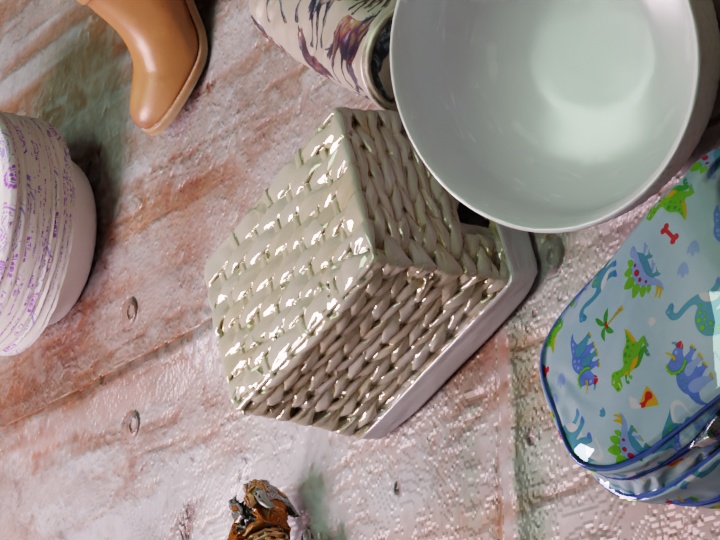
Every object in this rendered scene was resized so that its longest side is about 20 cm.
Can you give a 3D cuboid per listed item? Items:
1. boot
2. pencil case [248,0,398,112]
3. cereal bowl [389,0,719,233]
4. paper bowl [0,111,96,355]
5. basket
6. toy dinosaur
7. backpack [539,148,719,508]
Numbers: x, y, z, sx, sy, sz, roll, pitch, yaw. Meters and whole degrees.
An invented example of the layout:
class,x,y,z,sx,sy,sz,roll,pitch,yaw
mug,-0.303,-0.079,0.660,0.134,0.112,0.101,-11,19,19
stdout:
class,x,y,z,sx,sy,sz,roll,pitch,yaw
boot,-0.193,-0.213,1.930,0.074,0.154,0.201,22,100,57
pencil case,-0.006,-0.171,1.690,0.200,0.077,0.090,36,132,56
cereal bowl,0.121,-0.125,1.437,0.199,0.083,0.202,7,103,32
paper bowl,-0.293,-0.029,2.089,0.200,0.104,0.202,-24,61,54
basket,0.000,0.000,1.592,0.200,0.123,0.136,-47,46,41
toy dinosaur,-0.076,0.244,1.688,0.135,0.102,0.201,-32,32,31
backpack,0.186,0.036,1.288,0.200,0.153,0.164,119,139,-50
